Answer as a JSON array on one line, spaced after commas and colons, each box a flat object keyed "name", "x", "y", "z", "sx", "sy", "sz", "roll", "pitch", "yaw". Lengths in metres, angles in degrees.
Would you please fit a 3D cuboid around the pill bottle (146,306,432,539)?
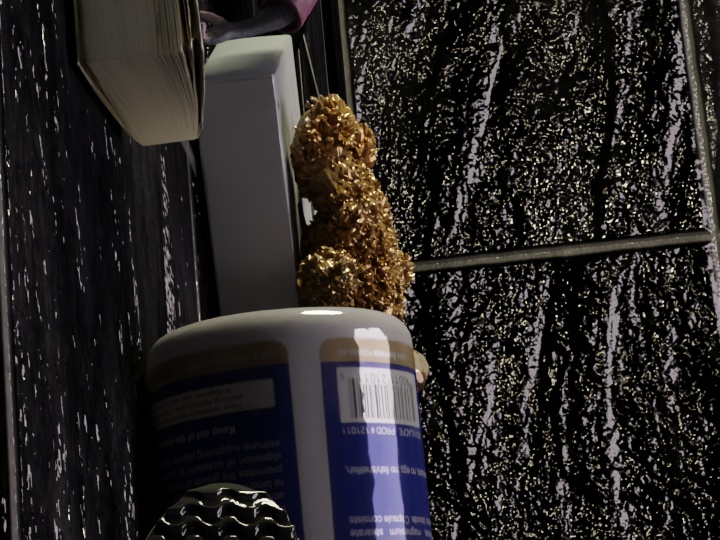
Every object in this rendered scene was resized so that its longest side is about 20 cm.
[{"name": "pill bottle", "x": -0.026, "y": 0.123, "z": 0.978, "sx": 0.116, "sy": 0.115, "sz": 0.202, "roll": 72, "pitch": 13, "yaw": -78}]

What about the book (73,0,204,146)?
[{"name": "book", "x": -0.095, "y": -0.165, "z": 0.962, "sx": 0.134, "sy": 0.048, "sz": 0.202, "roll": 92, "pitch": -9, "yaw": -79}]

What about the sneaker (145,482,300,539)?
[{"name": "sneaker", "x": -0.056, "y": 0.181, "z": 0.863, "sx": 0.090, "sy": 0.069, "sz": 0.202, "roll": 109, "pitch": -20, "yaw": -59}]

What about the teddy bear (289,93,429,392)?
[{"name": "teddy bear", "x": 0.000, "y": 0.000, "z": 1.317, "sx": 0.145, "sy": 0.066, "sz": 0.202, "roll": 72, "pitch": 13, "yaw": -61}]

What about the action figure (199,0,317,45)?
[{"name": "action figure", "x": -0.038, "y": -0.201, "z": 1.267, "sx": 0.200, "sy": 0.148, "sz": 0.135, "roll": 5, "pitch": 72, "yaw": -74}]

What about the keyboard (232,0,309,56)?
[{"name": "keyboard", "x": -0.061, "y": -0.187, "z": 1.595, "sx": 0.200, "sy": 0.039, "sz": 0.105, "roll": -114, "pitch": -136, "yaw": -76}]

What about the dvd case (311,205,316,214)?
[{"name": "dvd case", "x": -0.030, "y": -0.001, "z": 1.998, "sx": 0.146, "sy": 0.022, "sz": 0.201, "roll": 70, "pitch": 8, "yaw": -52}]

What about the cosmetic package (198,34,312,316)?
[{"name": "cosmetic package", "x": -0.056, "y": -0.025, "z": 1.364, "sx": 0.151, "sy": 0.051, "sz": 0.202, "roll": -90, "pitch": 174, "yaw": -77}]
